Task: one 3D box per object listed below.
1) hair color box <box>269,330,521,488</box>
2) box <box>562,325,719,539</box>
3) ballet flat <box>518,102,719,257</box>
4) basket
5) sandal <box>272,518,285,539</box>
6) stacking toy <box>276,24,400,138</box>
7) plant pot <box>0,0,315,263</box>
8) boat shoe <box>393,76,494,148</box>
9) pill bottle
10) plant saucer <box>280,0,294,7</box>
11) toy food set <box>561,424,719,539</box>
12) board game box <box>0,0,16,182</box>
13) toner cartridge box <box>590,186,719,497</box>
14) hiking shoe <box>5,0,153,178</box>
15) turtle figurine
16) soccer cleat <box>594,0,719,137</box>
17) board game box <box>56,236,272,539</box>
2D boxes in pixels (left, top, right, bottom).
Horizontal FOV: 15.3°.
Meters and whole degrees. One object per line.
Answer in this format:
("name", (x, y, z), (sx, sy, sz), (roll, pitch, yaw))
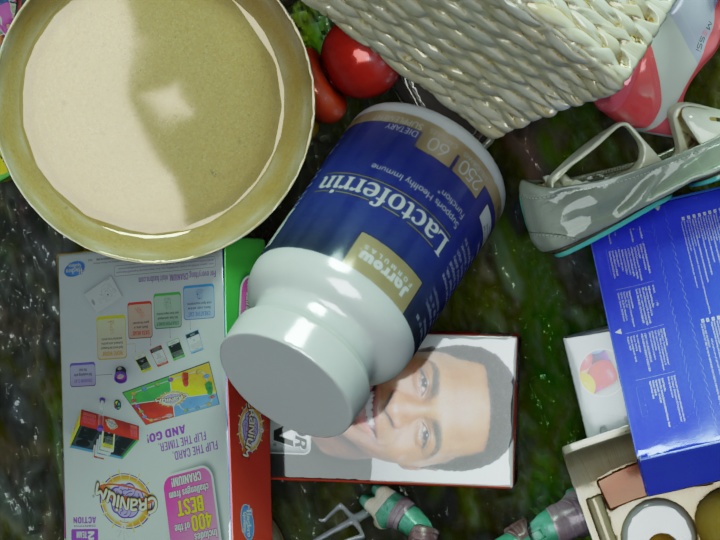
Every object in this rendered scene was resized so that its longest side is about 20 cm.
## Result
("hair color box", (0.003, 0.087, 1.745), (0.200, 0.061, 0.102), (1, 89, 5))
("box", (0.246, 0.095, 1.731), (0.200, 0.041, 0.156), (-14, 89, 5))
("ballet flat", (0.194, -0.072, 1.693), (0.200, 0.067, 0.064), (-23, 96, -4))
("basket", (0.086, -0.204, 1.625), (0.200, 0.198, 0.161), (35, 70, -16))
("sandal", (-0.068, 0.254, 1.757), (0.080, 0.054, 0.200), (-11, 89, 6))
("stacking toy", (-0.062, -0.102, 1.725), (0.200, 0.085, 0.085), (-32, 87, 14))
("plant pot", (-0.128, -0.104, 1.662), (0.200, 0.027, 0.200), (0, 90, -8))
("boat shoe", (0.040, -0.170, 1.740), (0.072, 0.060, 0.200), (-17, 89, 6))
("pill bottle", (0.000, 0.000, 1.676), (0.116, 0.116, 0.200), (30, 59, 5))
("plant saucer", (-0.106, -0.258, 1.770), (0.200, 0.032, 0.201), (0, 90, 5))
("toy food set", (0.226, 0.182, 1.679), (0.143, 0.060, 0.200), (-19, 89, 1))
("board game box", (-0.188, -0.164, 1.758), (0.200, 0.029, 0.135), (-30, 88, 17))
("toner cartridge box", (0.204, 0.042, 1.674), (0.095, 0.043, 0.200), (-12, 49, 5))
("hiking shoe", (-0.171, -0.145, 1.696), (0.101, 0.076, 0.200), (-9, 87, 14))
("turtle figurine", (0.059, 0.212, 1.724), (0.200, 0.101, 0.150), (-13, 103, -6))
("soccer cleat", (0.210, -0.184, 1.729), (0.076, 0.067, 0.200), (23, 88, -24))
("board game box", (-0.128, 0.083, 1.725), (0.153, 0.040, 0.200), (-4, 86, 39))
